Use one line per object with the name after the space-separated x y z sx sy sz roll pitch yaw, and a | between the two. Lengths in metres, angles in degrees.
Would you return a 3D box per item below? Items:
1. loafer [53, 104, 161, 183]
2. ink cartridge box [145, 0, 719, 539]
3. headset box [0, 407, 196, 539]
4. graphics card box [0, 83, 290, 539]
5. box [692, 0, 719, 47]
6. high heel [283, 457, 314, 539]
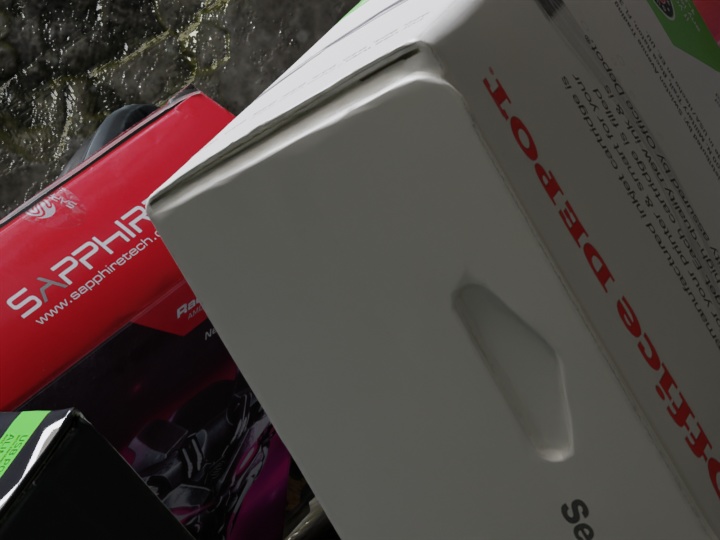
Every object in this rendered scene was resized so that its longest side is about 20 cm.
-0.083 0.000 0.899 0.072 0.073 0.200 -39 3 18 | loafer
0.044 -0.004 0.704 0.084 0.146 0.200 -27 9 24 | ink cartridge box
-0.124 0.121 0.567 0.199 0.093 0.174 -3 43 50 | headset box
-0.075 0.061 0.762 0.125 0.051 0.201 -38 -27 -34 | graphics card box
0.169 -0.125 0.876 0.200 0.103 0.095 -41 23 2 | box
-0.117 0.066 0.946 0.200 0.143 0.071 -29 9 30 | high heel
